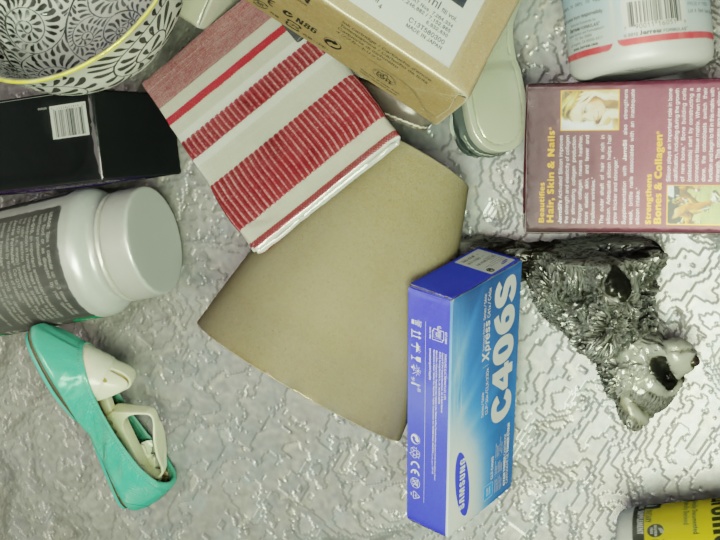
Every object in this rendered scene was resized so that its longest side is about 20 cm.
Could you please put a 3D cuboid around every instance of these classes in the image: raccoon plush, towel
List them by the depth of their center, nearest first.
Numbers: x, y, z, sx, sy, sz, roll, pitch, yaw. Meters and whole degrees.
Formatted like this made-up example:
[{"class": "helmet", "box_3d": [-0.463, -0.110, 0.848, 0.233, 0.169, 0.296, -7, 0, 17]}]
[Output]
[{"class": "towel", "box_3d": [-0.072, -0.125, 0.913, 0.143, 0.023, 0.201, -38, 61, 4]}, {"class": "raccoon plush", "box_3d": [0.171, 0.043, 0.924, 0.199, 0.096, 0.136, 13, 114, 47]}]

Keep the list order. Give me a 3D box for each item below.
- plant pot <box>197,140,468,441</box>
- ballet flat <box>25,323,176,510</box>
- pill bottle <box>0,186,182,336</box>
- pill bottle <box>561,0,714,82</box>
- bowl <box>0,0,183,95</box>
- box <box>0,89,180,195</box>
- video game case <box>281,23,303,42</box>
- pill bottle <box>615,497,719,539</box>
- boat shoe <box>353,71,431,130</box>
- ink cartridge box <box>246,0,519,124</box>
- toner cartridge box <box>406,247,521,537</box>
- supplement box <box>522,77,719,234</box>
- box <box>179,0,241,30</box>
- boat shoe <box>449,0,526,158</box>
[{"class": "plant pot", "box_3d": [0.000, 0.000, 0.924, 0.186, 0.187, 0.202, 30, 89, 14]}, {"class": "ballet flat", "box_3d": [-0.220, 0.121, 1.035, 0.070, 0.068, 0.202, -22, 111, 8]}, {"class": "pill bottle", "box_3d": [-0.267, -0.009, 1.036, 0.197, 0.113, 0.115, -10, 91, 20]}, {"class": "pill bottle", "box_3d": [0.197, -0.246, 0.859, 0.107, 0.109, 0.203, -5, 92, 19]}, {"class": "bowl", "box_3d": [-0.208, -0.208, 0.903, 0.198, 0.094, 0.204, -8, 64, 16]}, {"class": "box", "box_3d": [-0.278, -0.108, 1.017, 0.197, 0.141, 0.080, -5, 98, 19]}, {"class": "video game case", "box_3d": [-0.050, -0.298, 0.899, 0.201, 0.180, 0.025, 50, 145, -2]}, {"class": "pill bottle", "box_3d": [0.295, 0.221, 0.860, 0.197, 0.111, 0.113, -10, 91, 19]}, {"class": "boat shoe", "box_3d": [-0.026, -0.148, 0.964, 0.198, 0.072, 0.060, 23, 98, 21]}, {"class": "ink cartridge box", "box_3d": [0.020, -0.231, 0.833, 0.198, 0.075, 0.166, 31, 75, -10]}, {"class": "toner cartridge box", "box_3d": [0.080, 0.094, 0.901, 0.043, 0.094, 0.203, 18, 119, 37]}, {"class": "supplement box", "box_3d": [0.225, -0.085, 0.874, 0.197, 0.086, 0.112, 1, 95, 18]}, {"class": "box", "box_3d": [-0.179, -0.285, 0.995, 0.199, 0.095, 0.078, 34, 106, 15]}, {"class": "boat shoe", "box_3d": [0.089, -0.187, 0.920, 0.072, 0.062, 0.203, -3, 84, -18]}]
